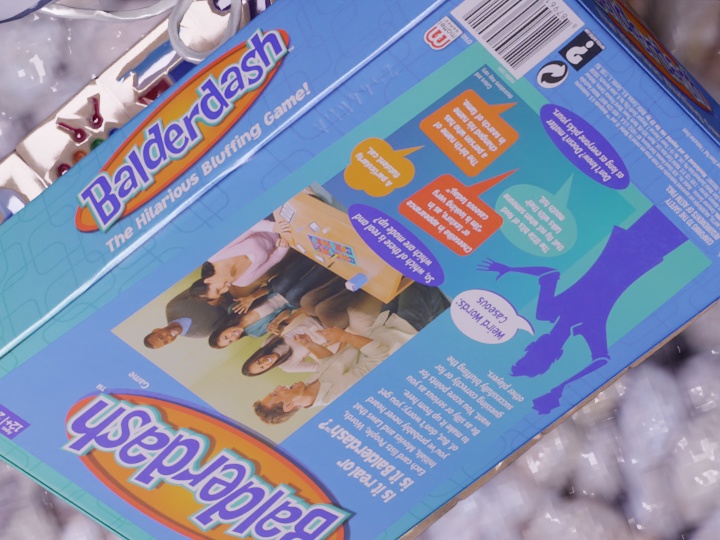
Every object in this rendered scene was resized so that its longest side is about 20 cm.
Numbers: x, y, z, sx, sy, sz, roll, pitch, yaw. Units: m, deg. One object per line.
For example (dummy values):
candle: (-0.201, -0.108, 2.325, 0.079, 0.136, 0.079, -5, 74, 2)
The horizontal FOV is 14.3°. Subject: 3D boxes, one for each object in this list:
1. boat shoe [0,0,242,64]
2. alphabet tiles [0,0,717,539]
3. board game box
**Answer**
boat shoe: (-0.045, -0.101, 0.758, 0.086, 0.202, 0.075, 22, 67, -29)
alphabet tiles: (0.001, -0.014, 0.838, 0.200, 0.008, 0.167, -39, 97, 14)
board game box: (0.000, 0.000, 0.776, 0.200, 0.045, 0.152, -38, 133, 13)
